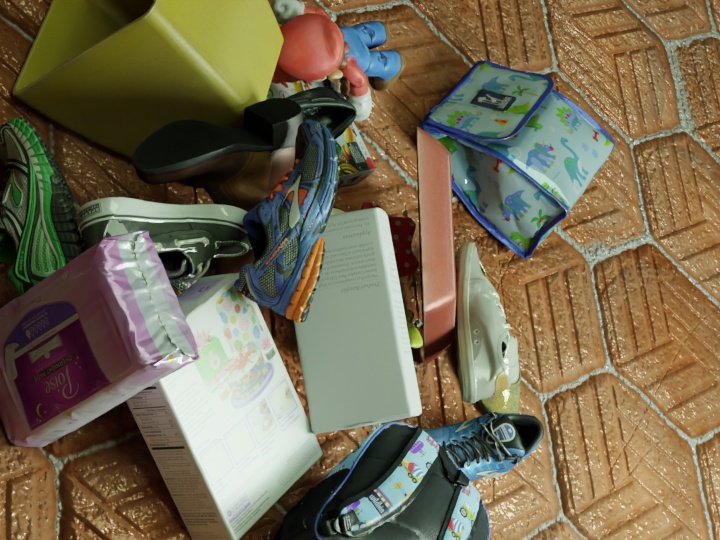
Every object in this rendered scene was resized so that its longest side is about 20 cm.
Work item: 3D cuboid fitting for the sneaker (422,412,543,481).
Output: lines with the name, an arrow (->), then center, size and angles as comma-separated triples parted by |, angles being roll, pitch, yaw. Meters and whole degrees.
sneaker -> 0.116, 0.180, 1.864 | 0.199, 0.089, 0.079 | -13, 72, -47

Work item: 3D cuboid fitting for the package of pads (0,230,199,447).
package of pads -> -0.234, 0.061, 1.525 | 0.075, 0.199, 0.121 | -9, 73, -51

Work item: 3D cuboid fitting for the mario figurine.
mario figurine -> -0.041, -0.233, 1.969 | 0.123, 0.107, 0.200 | 29, 18, 27

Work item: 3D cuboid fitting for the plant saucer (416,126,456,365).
plant saucer -> 0.079, -0.022, 1.877 | 0.036, 0.200, 0.201 | -2, 71, 1

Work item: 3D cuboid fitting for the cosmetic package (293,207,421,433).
cosmetic package -> -0.009, 0.047, 1.710 | 0.074, 0.101, 0.202 | 10, 71, -80

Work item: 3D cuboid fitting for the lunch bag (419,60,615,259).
lunch bag -> 0.179, -0.147, 2.129 | 0.200, 0.128, 0.170 | 39, 44, 2

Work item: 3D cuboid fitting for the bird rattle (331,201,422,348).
bird rattle -> 0.000, 0.000, 1.837 | 0.163, 0.112, 0.201 | 41, 44, -41

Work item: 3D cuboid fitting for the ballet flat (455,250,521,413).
ballet flat -> 0.137, 0.069, 1.978 | 0.070, 0.071, 0.201 | -6, 69, -45

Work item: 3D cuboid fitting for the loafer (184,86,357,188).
loafer -> -0.094, -0.138, 1.852 | 0.200, 0.070, 0.069 | -26, 114, -27

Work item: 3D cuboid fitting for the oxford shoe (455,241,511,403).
oxford shoe -> 0.128, 0.055, 1.898 | 0.057, 0.075, 0.201 | -3, 49, 1

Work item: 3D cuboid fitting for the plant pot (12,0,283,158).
plant pot -> -0.191, -0.220, 1.775 | 0.176, 0.199, 0.201 | 43, 41, -30

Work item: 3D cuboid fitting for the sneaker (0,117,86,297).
sneaker -> -0.305, -0.060, 1.627 | 0.078, 0.085, 0.201 | 70, -4, -51

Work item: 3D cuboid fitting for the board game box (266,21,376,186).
board game box -> -0.074, -0.182, 1.967 | 0.126, 0.035, 0.201 | -16, 75, -47

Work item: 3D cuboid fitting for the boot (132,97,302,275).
boot -> -0.137, -0.053, 1.732 | 0.068, 0.201, 0.188 | 31, 41, 34

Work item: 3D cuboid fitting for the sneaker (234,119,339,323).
sneaker -> -0.066, -0.054, 1.639 | 0.078, 0.075, 0.201 | 13, 61, -6

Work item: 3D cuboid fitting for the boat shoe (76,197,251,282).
boat shoe -> -0.169, -0.021, 1.621 | 0.199, 0.071, 0.064 | 3, 66, -44

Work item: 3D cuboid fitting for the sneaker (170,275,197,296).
sneaker -> -0.187, 0.029, 1.685 | 0.200, 0.078, 0.082 | 51, 42, -4

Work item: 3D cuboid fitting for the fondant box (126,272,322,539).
fondant box -> -0.129, 0.124, 1.632 | 0.144, 0.058, 0.201 | -41, 117, -44

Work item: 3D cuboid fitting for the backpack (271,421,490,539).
backpack -> 0.023, 0.251, 1.692 | 0.183, 0.134, 0.200 | 46, 42, -9
